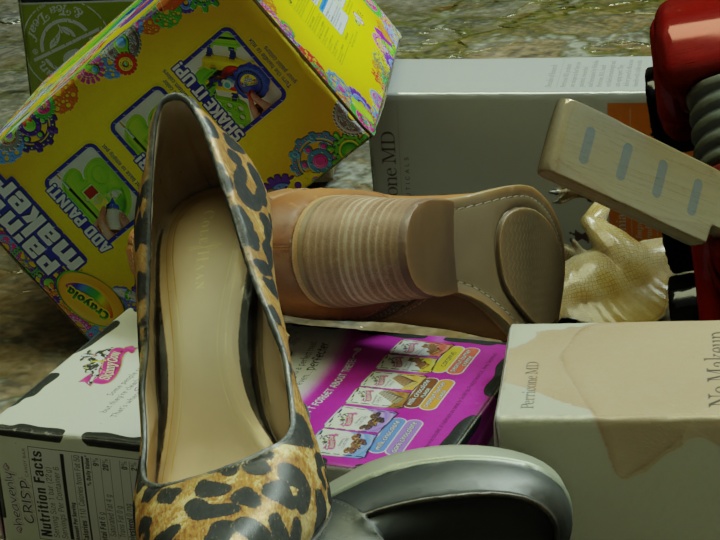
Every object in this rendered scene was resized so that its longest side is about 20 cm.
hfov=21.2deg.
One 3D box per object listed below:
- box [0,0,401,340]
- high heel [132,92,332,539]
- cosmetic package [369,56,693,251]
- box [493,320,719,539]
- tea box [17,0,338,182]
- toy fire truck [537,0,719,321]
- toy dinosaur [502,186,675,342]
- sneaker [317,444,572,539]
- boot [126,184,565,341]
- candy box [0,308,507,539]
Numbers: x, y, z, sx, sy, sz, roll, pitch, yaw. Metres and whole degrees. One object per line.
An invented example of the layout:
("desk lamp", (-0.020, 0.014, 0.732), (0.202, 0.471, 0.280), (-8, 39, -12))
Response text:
("box", (-0.093, -0.089, 1.058), (0.192, 0.122, 0.200), (-38, 14, 17))
("high heel", (-0.059, 0.024, 0.668), (0.071, 0.143, 0.200), (-14, 17, 7))
("cosmetic package", (0.109, -0.066, 1.108), (0.199, 0.102, 0.071), (0, 22, 12))
("box", (0.156, 0.072, 0.765), (0.199, 0.078, 0.095), (-2, 23, 8))
("tea box", (-0.110, -0.167, 1.269), (0.199, 0.198, 0.134), (-2, 21, 8))
("toy fire truck", (0.159, -0.058, 0.887), (0.128, 0.177, 0.200), (-8, -21, 14))
("toy dinosaur", (0.133, -0.002, 1.031), (0.199, 0.058, 0.101), (-23, 42, -24))
("sneaker", (-0.008, 0.132, 0.679), (0.199, 0.075, 0.106), (-17, 27, -7))
("boot", (0.000, 0.000, 0.912), (0.154, 0.077, 0.200), (-1, 0, 31))
("candy box", (-0.040, 0.074, 0.830), (0.199, 0.061, 0.136), (5, 22, 20))
